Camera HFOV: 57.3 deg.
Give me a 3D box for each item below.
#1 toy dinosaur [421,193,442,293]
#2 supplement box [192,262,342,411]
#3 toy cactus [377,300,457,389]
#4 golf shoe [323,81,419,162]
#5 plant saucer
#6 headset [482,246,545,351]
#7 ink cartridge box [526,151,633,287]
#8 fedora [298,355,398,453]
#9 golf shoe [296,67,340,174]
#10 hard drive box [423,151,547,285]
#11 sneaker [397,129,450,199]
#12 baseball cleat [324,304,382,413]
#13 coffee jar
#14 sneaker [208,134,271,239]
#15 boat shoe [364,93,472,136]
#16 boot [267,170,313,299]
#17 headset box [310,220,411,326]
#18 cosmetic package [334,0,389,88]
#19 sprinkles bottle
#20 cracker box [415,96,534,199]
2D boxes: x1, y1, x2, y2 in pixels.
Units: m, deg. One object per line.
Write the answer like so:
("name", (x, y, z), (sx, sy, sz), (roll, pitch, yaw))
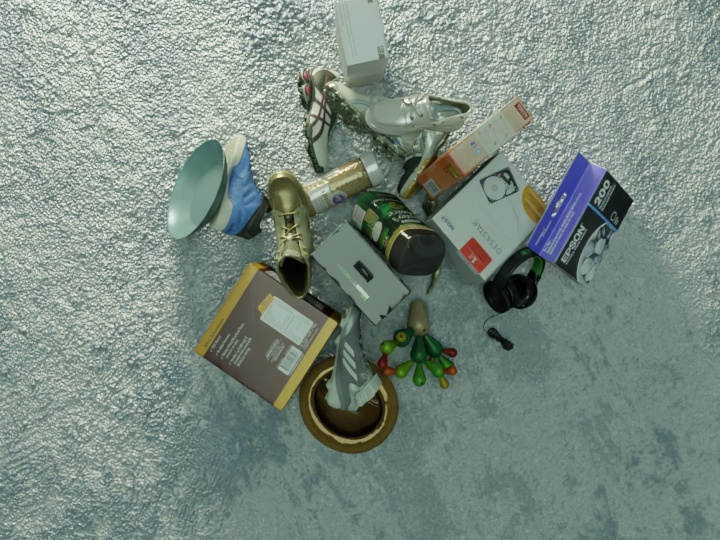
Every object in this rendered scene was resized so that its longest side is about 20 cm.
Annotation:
("toy dinosaur", (0.169, -0.057, 1.306), (0.087, 0.047, 0.203), (-3, 95, 7))
("supplement box", (-0.171, 0.120, 1.264), (0.199, 0.133, 0.198), (34, 93, 2))
("toy cactus", (0.115, 0.139, 1.278), (0.198, 0.102, 0.167), (14, 64, -28))
("golf shoe", (0.024, -0.298, 1.240), (0.199, 0.078, 0.098), (40, 77, -5))
("plant saucer", (-0.300, -0.148, 1.249), (0.038, 0.200, 0.203), (24, 94, -38))
("headset", (0.298, 0.053, 1.272), (0.094, 0.123, 0.202), (44, 125, 36))
("ink cartridge box", (0.420, -0.091, 1.247), (0.199, 0.043, 0.200), (26, 94, -42))
("fedora", (-0.023, 0.257, 1.302), (0.198, 0.082, 0.204), (0, 93, 0))
("golf shoe", (-0.073, -0.292, 1.277), (0.087, 0.077, 0.203), (-6, 94, -7))
("hard drive box", (0.238, -0.097, 1.256), (0.200, 0.077, 0.156), (-44, 95, -15))
("sneaker", (0.110, -0.239, 1.289), (0.087, 0.076, 0.202), (26, 90, 14))
("baseball cleat", (-0.003, 0.165, 1.214), (0.105, 0.070, 0.202), (15, 109, 8))
("coffee jar", (0.069, -0.069, 1.219), (0.103, 0.200, 0.086), (3, 119, -32))
("sneaker", (-0.223, -0.158, 1.288), (0.110, 0.076, 0.202), (21, 64, -33))
("boat shoe", (0.107, -0.289, 1.188), (0.197, 0.069, 0.072), (-7, 81, -17))
("boot", (-0.126, -0.066, 1.191), (0.071, 0.155, 0.202), (-9, 117, 3))
("headset box", (0.000, 0.000, 1.229), (0.093, 0.200, 0.174), (-42, 92, 2))
("cosmetic package", (0.000, -0.412, 1.205), (0.080, 0.200, 0.114), (-12, 93, 0))
("sprinkles bottle", (-0.054, -0.161, 1.286), (0.198, 0.068, 0.069), (-26, 93, 2))
("cracker box", (0.210, -0.224, 1.216), (0.200, 0.134, 0.058), (-41, 93, -22))
